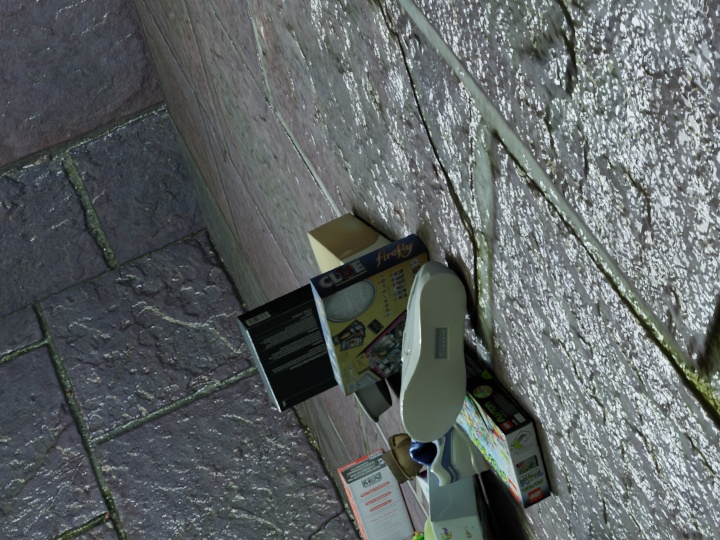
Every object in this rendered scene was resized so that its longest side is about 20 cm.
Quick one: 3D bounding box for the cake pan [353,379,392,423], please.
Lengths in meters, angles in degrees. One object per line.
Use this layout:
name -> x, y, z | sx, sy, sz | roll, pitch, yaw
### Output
cake pan -> -0.002, 0.146, 1.869 | 0.201, 0.037, 0.200 | 63, -175, -10

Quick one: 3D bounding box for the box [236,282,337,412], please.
box -> -0.061, 0.096, 1.712 | 0.141, 0.200, 0.079 | 70, 168, -18

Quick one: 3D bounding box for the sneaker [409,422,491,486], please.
sneaker -> 0.093, 0.199, 1.485 | 0.075, 0.088, 0.200 | 69, 171, -25

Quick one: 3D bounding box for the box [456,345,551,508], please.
box -> 0.141, 0.163, 1.304 | 0.200, 0.035, 0.110 | 50, 161, 57

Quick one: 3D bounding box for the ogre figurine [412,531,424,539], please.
ogre figurine -> 0.111, 0.464, 1.806 | 0.120, 0.098, 0.200 | 17, 179, 31

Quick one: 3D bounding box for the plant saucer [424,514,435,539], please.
plant saucer -> 0.117, 0.424, 1.613 | 0.200, 0.031, 0.200 | -12, -90, -84

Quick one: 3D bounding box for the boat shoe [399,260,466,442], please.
boat shoe -> 0.074, 0.086, 1.273 | 0.069, 0.072, 0.200 | -109, 16, -70

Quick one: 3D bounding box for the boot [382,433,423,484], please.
boot -> 0.085, 0.277, 1.794 | 0.074, 0.075, 0.200 | 55, -176, 3

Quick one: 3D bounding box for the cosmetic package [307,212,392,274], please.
cosmetic package -> 0.000, 0.000, 1.551 | 0.105, 0.071, 0.200 | 69, 169, -18

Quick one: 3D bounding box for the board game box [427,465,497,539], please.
board game box -> 0.140, 0.352, 1.530 | 0.148, 0.064, 0.200 | -86, -18, -61

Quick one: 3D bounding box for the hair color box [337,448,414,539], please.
hair color box -> 0.034, 0.468, 2.365 | 0.061, 0.101, 0.200 | -130, 19, -56

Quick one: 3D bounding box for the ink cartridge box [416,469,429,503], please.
ink cartridge box -> 0.144, 0.370, 1.749 | 0.120, 0.042, 0.200 | 66, 173, -6

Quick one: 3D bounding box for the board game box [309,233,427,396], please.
board game box -> 0.022, 0.056, 1.391 | 0.200, 0.135, 0.035 | 79, 163, -50
